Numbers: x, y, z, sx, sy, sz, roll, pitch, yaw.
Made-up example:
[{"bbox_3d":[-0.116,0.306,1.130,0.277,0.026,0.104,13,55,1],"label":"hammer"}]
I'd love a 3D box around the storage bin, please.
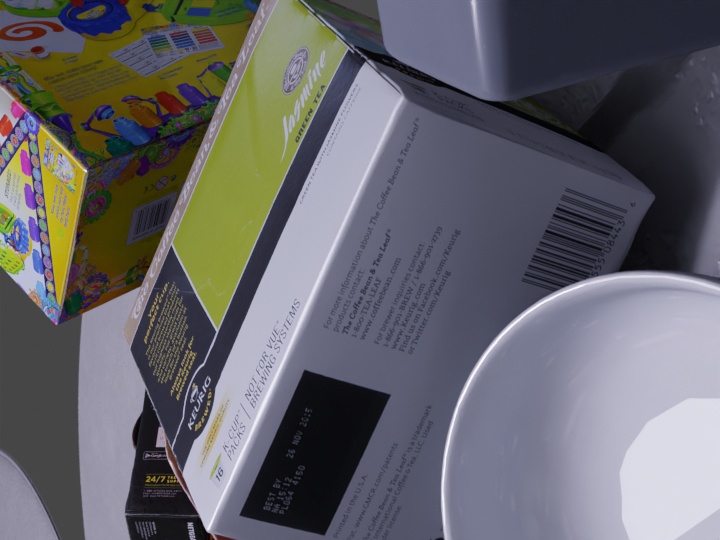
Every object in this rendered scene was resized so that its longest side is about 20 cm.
[{"bbox_3d":[0.093,-0.144,0.546,0.145,0.198,0.136,35,137,55],"label":"storage bin"}]

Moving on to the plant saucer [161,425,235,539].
[{"bbox_3d":[-0.052,0.122,0.852,0.201,0.036,0.200,62,-179,-26],"label":"plant saucer"}]

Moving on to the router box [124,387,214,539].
[{"bbox_3d":[-0.109,0.151,1.014,0.201,0.050,0.150,89,-177,-48],"label":"router box"}]

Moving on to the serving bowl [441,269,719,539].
[{"bbox_3d":[0.129,0.096,0.605,0.198,0.066,0.203,7,101,37],"label":"serving bowl"}]

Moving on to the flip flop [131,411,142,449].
[{"bbox_3d":[-0.147,0.113,1.188,0.081,0.057,0.202,-22,76,62],"label":"flip flop"}]

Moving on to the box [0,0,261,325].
[{"bbox_3d":[-0.154,-0.104,0.949,0.192,0.199,0.123,43,136,23],"label":"box"}]

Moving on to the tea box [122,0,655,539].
[{"bbox_3d":[0.000,0.000,0.716,0.202,0.133,0.197,-65,28,15],"label":"tea box"}]
